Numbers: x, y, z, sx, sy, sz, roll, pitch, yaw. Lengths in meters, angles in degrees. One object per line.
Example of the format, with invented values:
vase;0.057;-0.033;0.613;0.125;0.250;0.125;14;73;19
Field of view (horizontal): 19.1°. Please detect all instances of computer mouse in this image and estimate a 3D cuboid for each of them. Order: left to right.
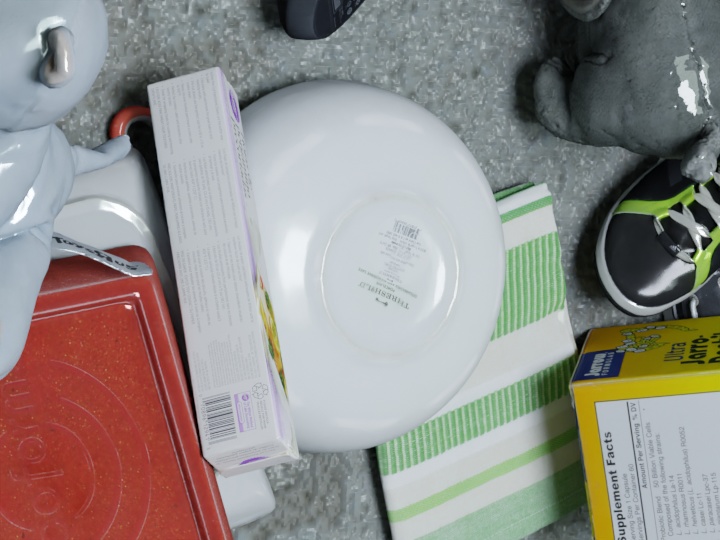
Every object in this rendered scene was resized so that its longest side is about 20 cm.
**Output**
computer mouse;0.015;-0.198;1.147;0.200;0.034;0.059;-50;156;-26

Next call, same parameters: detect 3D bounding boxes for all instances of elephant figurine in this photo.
elephant figurine;0.158;-0.171;1.177;0.141;0.155;0.200;-27;122;-49

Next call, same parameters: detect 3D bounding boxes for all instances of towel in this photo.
towel;0.065;0.064;1.223;0.152;0.023;0.200;-22;109;-30

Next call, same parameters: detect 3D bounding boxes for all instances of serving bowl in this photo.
serving bowl;0.000;0.000;1.119;0.200;0.066;0.201;-2;95;-31

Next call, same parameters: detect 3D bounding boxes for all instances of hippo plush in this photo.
hippo plush;-0.162;-0.052;0.898;0.200;0.161;0.160;4;52;-23

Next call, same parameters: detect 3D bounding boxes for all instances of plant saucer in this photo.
plant saucer;-0.149;0.093;0.958;0.200;0.037;0.200;-12;81;-33

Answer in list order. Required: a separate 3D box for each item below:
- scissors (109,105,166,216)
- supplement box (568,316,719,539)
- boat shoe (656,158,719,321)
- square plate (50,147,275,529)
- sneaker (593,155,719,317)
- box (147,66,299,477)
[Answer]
scissors;-0.094;0.013;1.109;0.073;0.014;0.200;-36;113;-28
supplement box;0.229;0.090;1.220;0.110;0.200;0.109;-52;135;-70
boat shoe;0.220;0.022;1.295;0.072;0.068;0.200;-11;101;-33
square plate;-0.150;0.051;1.009;0.200;0.028;0.198;-18;85;-34
sneaker;0.213;-0.057;1.232;0.200;0.083;0.072;-44;84;-9
box;-0.067;-0.001;1.035;0.039;0.041;0.200;58;18;-66
